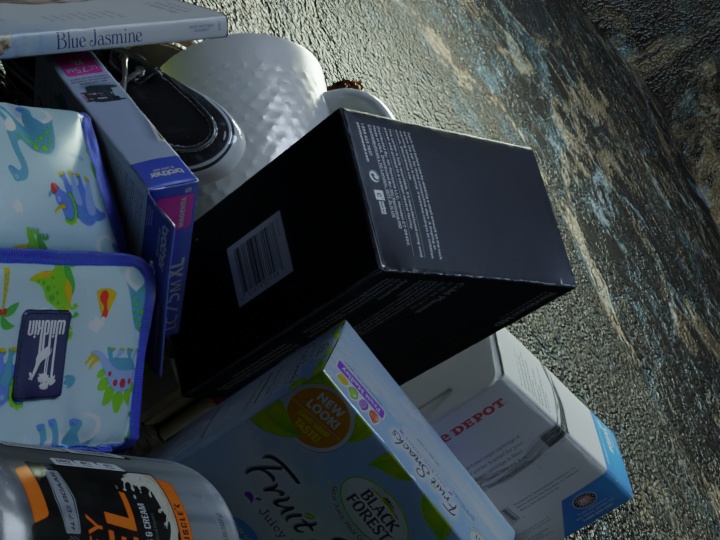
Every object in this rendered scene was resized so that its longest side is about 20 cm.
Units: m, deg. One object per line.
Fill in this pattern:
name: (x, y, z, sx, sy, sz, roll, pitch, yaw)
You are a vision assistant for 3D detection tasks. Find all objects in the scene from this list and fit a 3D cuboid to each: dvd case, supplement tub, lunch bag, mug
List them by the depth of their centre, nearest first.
supplement tub: (-0.158, 0.145, 0.623, 0.199, 0.122, 0.124, 18, 43, -54)
lunch bag: (-0.208, 0.011, 0.710, 0.169, 0.126, 0.203, 3, 65, -56)
dvd case: (-0.206, -0.165, 0.860, 0.198, 0.018, 0.142, -14, 27, -36)
mug: (-0.062, -0.076, 1.023, 0.148, 0.197, 0.178, 62, 15, -62)

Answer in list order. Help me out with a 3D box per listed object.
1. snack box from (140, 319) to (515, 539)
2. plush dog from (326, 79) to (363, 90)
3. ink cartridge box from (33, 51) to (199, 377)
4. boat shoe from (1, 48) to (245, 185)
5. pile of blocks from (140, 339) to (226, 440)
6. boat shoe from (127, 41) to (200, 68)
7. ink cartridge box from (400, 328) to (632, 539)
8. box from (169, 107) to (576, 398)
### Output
snack box: (-0.038, 0.152, 0.759, 0.169, 0.199, 0.068, 50, 23, -12)
plush dog: (0.006, -0.074, 1.159, 0.173, 0.158, 0.202, 66, 10, -48)
ink cartridge box: (-0.152, -0.042, 0.819, 0.041, 0.121, 0.200, -13, 44, -30)
boat shoe: (-0.172, -0.124, 0.910, 0.198, 0.072, 0.068, 29, -15, 19)
pile of blocks: (-0.118, 0.071, 0.885, 0.200, 0.062, 0.083, 43, 26, -30)
boat shoe: (-0.148, -0.168, 1.130, 0.199, 0.072, 0.073, 6, 54, -62)
ink cartridge box: (0.121, 0.155, 1.151, 0.200, 0.144, 0.084, 42, 25, -30)
box: (0.000, 0.000, 0.844, 0.181, 0.199, 0.106, 6, 61, -44)
